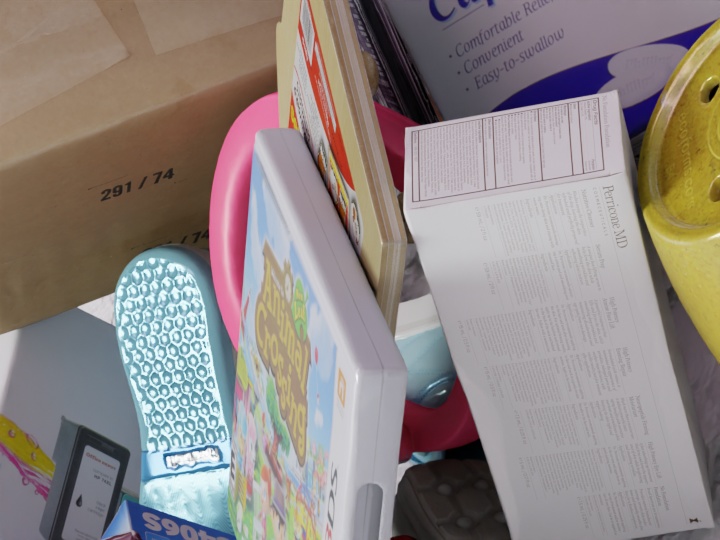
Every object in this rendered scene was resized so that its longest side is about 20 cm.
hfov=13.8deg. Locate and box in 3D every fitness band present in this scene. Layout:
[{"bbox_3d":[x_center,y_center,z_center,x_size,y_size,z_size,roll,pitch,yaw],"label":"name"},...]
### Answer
[{"bbox_3d":[0.000,0.000,1.278,0.200,0.037,0.144,30,120,49],"label":"fitness band"}]

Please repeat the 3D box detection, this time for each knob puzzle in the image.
[{"bbox_3d":[-0.003,-0.023,1.189,0.220,0.030,0.220,173,90,-80],"label":"knob puzzle"}]

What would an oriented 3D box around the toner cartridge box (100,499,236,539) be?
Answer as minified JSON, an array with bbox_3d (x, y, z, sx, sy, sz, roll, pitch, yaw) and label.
[{"bbox_3d":[-0.112,0.205,1.382,0.200,0.095,0.043,-58,27,25],"label":"toner cartridge box"}]

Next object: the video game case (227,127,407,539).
[{"bbox_3d":[-0.021,0.068,1.152,0.200,0.022,0.182,-114,26,-59],"label":"video game case"}]

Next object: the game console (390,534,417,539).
[{"bbox_3d":[0.006,0.239,1.189,0.172,0.119,0.200,-37,36,21],"label":"game console"}]

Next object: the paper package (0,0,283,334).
[{"bbox_3d":[-0.113,-0.075,1.404,0.191,0.200,0.103,91,155,-66],"label":"paper package"}]

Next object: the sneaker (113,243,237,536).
[{"bbox_3d":[-0.049,0.079,1.446,0.080,0.131,0.200,-2,98,30],"label":"sneaker"}]

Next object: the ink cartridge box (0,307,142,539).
[{"bbox_3d":[-0.168,0.140,1.502,0.147,0.146,0.200,-27,43,47],"label":"ink cartridge box"}]

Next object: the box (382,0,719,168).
[{"bbox_3d":[0.099,-0.149,1.216,0.184,0.105,0.200,-31,79,21],"label":"box"}]

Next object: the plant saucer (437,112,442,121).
[{"bbox_3d":[0.104,-0.100,1.381,0.200,0.037,0.200,-41,34,35],"label":"plant saucer"}]

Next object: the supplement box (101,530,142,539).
[{"bbox_3d":[-0.108,0.231,1.248,0.103,0.131,0.200,-22,36,7],"label":"supplement box"}]

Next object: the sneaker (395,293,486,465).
[{"bbox_3d":[0.028,0.062,1.326,0.200,0.074,0.082,-30,46,53],"label":"sneaker"}]

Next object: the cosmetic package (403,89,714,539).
[{"bbox_3d":[0.078,0.024,1.132,0.083,0.200,0.051,-8,44,11],"label":"cosmetic package"}]

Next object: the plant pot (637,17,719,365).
[{"bbox_3d":[0.185,-0.025,1.068,0.200,0.142,0.200,-39,36,36],"label":"plant pot"}]

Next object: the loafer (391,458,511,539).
[{"bbox_3d":[0.059,0.157,1.209,0.200,0.070,0.070,-112,25,-54],"label":"loafer"}]

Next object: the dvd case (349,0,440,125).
[{"bbox_3d":[-0.004,-0.125,1.326,0.016,0.200,0.149,-24,8,-3],"label":"dvd case"}]
